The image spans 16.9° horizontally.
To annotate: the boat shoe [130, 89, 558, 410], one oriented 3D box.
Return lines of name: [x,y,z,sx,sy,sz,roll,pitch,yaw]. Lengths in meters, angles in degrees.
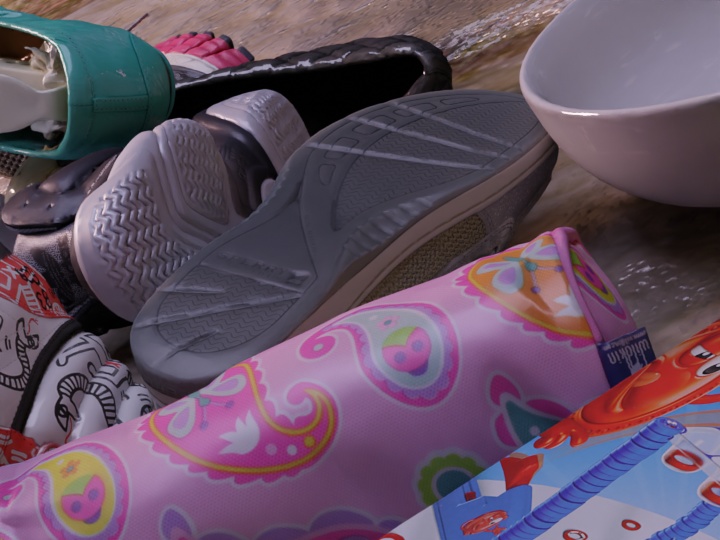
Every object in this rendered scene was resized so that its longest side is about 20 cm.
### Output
boat shoe: [0.001,0.001,0.836,0.074,0.065,0.202,16,42,32]

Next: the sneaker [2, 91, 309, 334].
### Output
sneaker: [-0.087,-0.008,0.914,0.114,0.076,0.200,-23,6,20]

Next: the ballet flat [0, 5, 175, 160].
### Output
ballet flat: [-0.172,-0.084,1.029,0.200,0.067,0.070,8,12,35]

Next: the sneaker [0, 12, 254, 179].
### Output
sneaker: [-0.129,-0.069,1.145,0.200,0.081,0.075,-2,34,47]

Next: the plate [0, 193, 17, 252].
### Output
plate: [-0.217,-0.014,0.989,0.032,0.199,0.200,-63,-1,18]

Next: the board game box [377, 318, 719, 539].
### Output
board game box: [0.101,0.076,0.534,0.196,0.056,0.200,-32,21,-14]

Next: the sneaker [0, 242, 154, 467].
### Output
sneaker: [-0.134,0.067,0.753,0.067,0.108,0.201,-43,6,34]

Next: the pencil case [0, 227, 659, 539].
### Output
pencil case: [-0.010,0.060,0.676,0.200,0.087,0.087,-23,20,7]

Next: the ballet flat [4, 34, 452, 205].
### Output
ballet flat: [-0.058,-0.061,1.033,0.200,0.066,0.057,-19,-13,1]

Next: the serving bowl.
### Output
serving bowl: [0.158,-0.076,0.828,0.200,0.066,0.200,-24,20,9]
